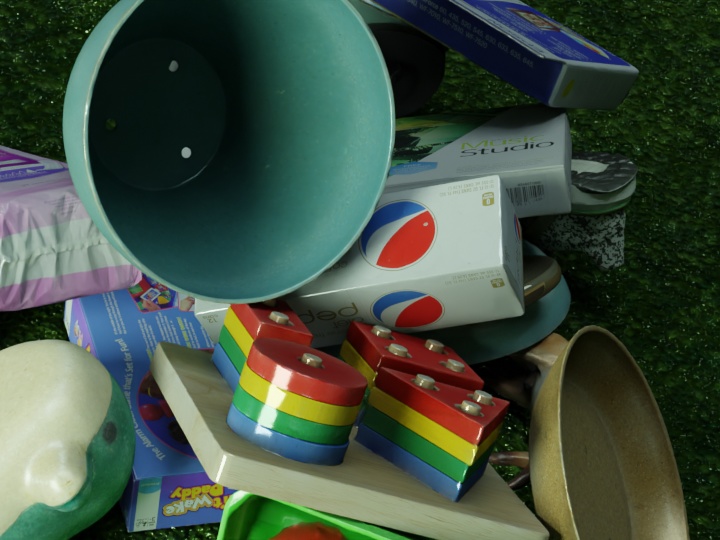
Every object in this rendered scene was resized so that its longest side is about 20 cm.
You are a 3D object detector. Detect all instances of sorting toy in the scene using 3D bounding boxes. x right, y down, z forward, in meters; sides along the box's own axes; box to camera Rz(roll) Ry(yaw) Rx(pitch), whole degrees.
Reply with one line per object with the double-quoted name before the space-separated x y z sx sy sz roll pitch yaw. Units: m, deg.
"sorting toy" -0.003 0.080 1.344 0.199 0.070 0.199 16 11 -20

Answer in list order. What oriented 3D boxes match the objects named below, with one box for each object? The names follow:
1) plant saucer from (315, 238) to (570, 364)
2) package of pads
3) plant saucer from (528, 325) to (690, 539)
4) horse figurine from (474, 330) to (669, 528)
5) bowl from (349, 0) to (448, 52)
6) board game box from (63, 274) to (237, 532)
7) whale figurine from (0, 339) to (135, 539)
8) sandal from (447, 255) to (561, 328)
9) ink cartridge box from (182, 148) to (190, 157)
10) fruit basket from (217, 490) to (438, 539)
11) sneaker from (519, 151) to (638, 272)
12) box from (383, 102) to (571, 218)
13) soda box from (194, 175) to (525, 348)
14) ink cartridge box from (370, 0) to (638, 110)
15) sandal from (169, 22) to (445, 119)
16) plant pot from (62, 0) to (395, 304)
"plant saucer" 0.043 0.008 1.575 0.198 0.028 0.200 -2 26 1
"package of pads" -0.237 -0.032 1.497 0.120 0.076 0.199 -8 17 -38
"plant saucer" 0.145 0.134 1.384 0.035 0.201 0.201 -14 30 25
"horse figurine" 0.111 0.092 1.512 0.132 0.050 0.201 -8 44 -11
"bowl" -0.035 -0.180 1.742 0.200 0.105 0.201 28 13 -7
"board game box" -0.104 0.074 1.483 0.133 0.045 0.201 -4 40 -18
"whale figurine" -0.204 0.137 1.347 0.158 0.104 0.201 -7 44 40
"sandal" 0.030 -0.004 1.508 0.198 0.054 0.080 4 27 14
"ink cartridge box" -0.065 -0.061 1.649 0.199 0.060 0.104 -18 42 -33
"fruit basket" 0.000 0.220 1.258 0.214 0.156 0.216 13 20 -5
"sneaker" 0.111 -0.038 1.659 0.199 0.089 0.077 10 24 43
"box" 0.070 -0.071 1.566 0.143 0.037 0.200 -6 14 7
"soda box" 0.000 0.000 1.441 0.199 0.064 0.069 -9 57 14
"ink cartridge box" 0.078 -0.176 1.641 0.197 0.047 0.200 34 17 21
"sandal" -0.035 -0.127 1.642 0.199 0.077 0.043 -7 35 -9
"plant pot" -0.097 -0.089 1.396 0.199 0.202 0.135 -11 13 -26
